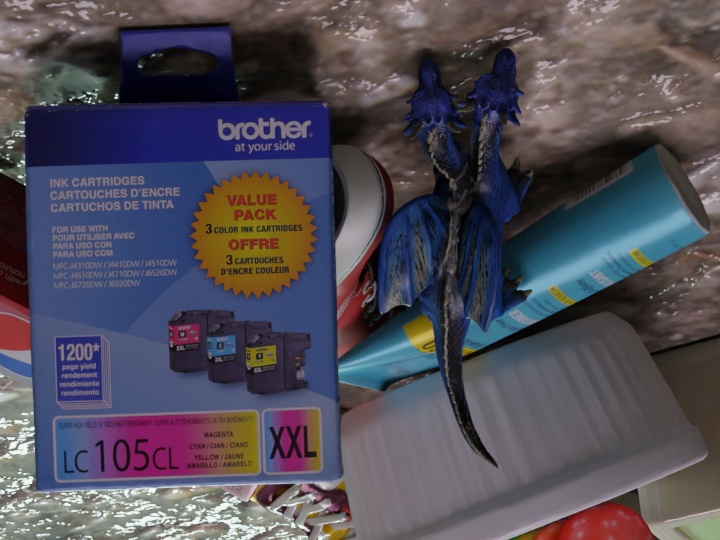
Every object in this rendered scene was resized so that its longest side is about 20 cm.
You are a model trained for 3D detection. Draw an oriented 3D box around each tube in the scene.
[{"bbox_3d":[0.076,0.007,1.161,0.200,0.050,0.077,-31,155,18],"label":"tube"}]

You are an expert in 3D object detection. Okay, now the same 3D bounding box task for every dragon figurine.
[{"bbox_3d":[0.043,-0.005,1.084,0.059,0.200,0.099,10,-174,16],"label":"dragon figurine"}]

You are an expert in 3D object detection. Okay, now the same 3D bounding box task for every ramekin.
[{"bbox_3d":[0.080,0.093,1.265,0.202,0.094,0.202,-20,175,-2],"label":"ramekin"}]

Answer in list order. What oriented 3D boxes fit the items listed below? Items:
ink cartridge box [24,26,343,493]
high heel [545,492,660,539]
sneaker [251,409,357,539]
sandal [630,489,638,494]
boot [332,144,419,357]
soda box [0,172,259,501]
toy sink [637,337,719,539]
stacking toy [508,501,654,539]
[{"bbox_3d":[-0.079,-0.005,1.037,0.136,0.200,0.076,-2,179,-4],"label":"ink cartridge box"},{"bbox_3d":[0.130,0.183,1.435,0.143,0.071,0.200,-20,110,-2],"label":"high heel"},{"bbox_3d":[-0.012,0.139,1.410,0.200,0.090,0.075,10,150,-27],"label":"sneaker"},{"bbox_3d":[0.163,0.182,1.560,0.087,0.079,0.200,-36,154,-23],"label":"sandal"},{"bbox_3d":[0.000,0.000,1.175,0.144,0.072,0.200,2,153,-29],"label":"boot"},{"bbox_3d":[-0.121,0.029,1.115,0.200,0.063,0.070,28,144,-3],"label":"soda box"},{"bbox_3d":[0.273,0.102,1.359,0.200,0.112,0.130,-16,151,21],"label":"toy sink"},{"bbox_3d":[0.102,0.176,1.324,0.085,0.085,0.200,9,155,-26],"label":"stacking toy"}]
